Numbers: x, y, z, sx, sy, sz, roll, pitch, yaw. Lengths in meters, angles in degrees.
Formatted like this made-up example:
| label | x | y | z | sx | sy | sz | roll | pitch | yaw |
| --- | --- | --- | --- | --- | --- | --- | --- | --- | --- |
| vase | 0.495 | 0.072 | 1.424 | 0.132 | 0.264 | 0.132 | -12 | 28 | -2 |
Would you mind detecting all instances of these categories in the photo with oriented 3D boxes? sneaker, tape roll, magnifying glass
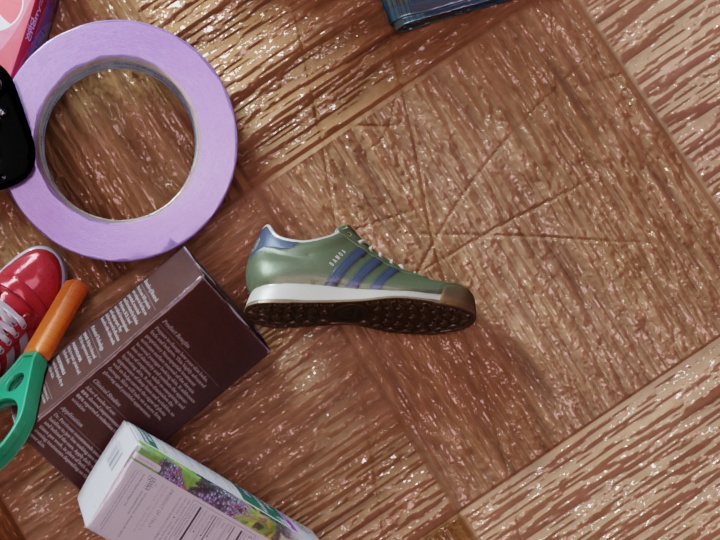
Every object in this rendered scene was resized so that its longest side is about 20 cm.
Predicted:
| label | x | y | z | sx | sy | sz | roll | pitch | yaw |
| --- | --- | --- | --- | --- | --- | --- | --- | --- | --- |
| sneaker | 0.000 | 0.000 | 1.232 | 0.198 | 0.067 | 0.091 | 2 | 61 | -10 |
| tape roll | -0.205 | -0.109 | 1.233 | 0.198 | 0.066 | 0.202 | 0 | 91 | -9 |
| sneaker | -0.327 | 0.061 | 1.223 | 0.071 | 0.112 | 0.201 | 36 | 88 | 6 |
| magnifying glass | -0.278 | 0.090 | 1.195 | 0.079 | 0.022 | 0.201 | -10 | 45 | 38 |

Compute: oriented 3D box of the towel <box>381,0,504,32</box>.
| label | x | y | z | sx | sy | sz | roll | pitch | yaw |
| --- | --- | --- | --- | --- | --- | --- | --- | --- | --- |
| towel | 0.069 | -0.324 | 1.279 | 0.145 | 0.022 | 0.202 | -17 | 84 | 1 |

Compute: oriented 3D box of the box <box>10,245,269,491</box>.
| label | x | y | z | sx | sy | sz | roll | pitch | yaw |
| --- | --- | --- | --- | --- | --- | --- | --- | --- | --- |
| box | -0.186 | 0.086 | 1.214 | 0.200 | 0.075 | 0.100 | -39 | 122 | 0 |

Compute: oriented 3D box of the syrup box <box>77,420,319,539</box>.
| label | x | y | z | sx | sy | sz | roll | pitch | yaw |
| --- | --- | --- | --- | --- | --- | --- | --- | --- | --- |
| syrup box | -0.125 | 0.212 | 1.181 | 0.199 | 0.079 | 0.082 | 33 | 89 | -19 |

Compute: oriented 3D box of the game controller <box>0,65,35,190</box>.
| label | x | y | z | sx | sy | sz | roll | pitch | yaw |
| --- | --- | --- | --- | --- | --- | --- | --- | --- | --- |
| game controller | -0.362 | -0.094 | 1.146 | 0.198 | 0.042 | 0.105 | -20 | 87 | -15 |

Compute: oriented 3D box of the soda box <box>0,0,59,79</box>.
| label | x | y | z | sx | sy | sz | roll | pitch | yaw |
| --- | --- | --- | --- | --- | --- | --- | --- | --- | --- |
| soda box | -0.321 | -0.195 | 1.270 | 0.069 | 0.063 | 0.202 | 16 | 86 | 4 |
